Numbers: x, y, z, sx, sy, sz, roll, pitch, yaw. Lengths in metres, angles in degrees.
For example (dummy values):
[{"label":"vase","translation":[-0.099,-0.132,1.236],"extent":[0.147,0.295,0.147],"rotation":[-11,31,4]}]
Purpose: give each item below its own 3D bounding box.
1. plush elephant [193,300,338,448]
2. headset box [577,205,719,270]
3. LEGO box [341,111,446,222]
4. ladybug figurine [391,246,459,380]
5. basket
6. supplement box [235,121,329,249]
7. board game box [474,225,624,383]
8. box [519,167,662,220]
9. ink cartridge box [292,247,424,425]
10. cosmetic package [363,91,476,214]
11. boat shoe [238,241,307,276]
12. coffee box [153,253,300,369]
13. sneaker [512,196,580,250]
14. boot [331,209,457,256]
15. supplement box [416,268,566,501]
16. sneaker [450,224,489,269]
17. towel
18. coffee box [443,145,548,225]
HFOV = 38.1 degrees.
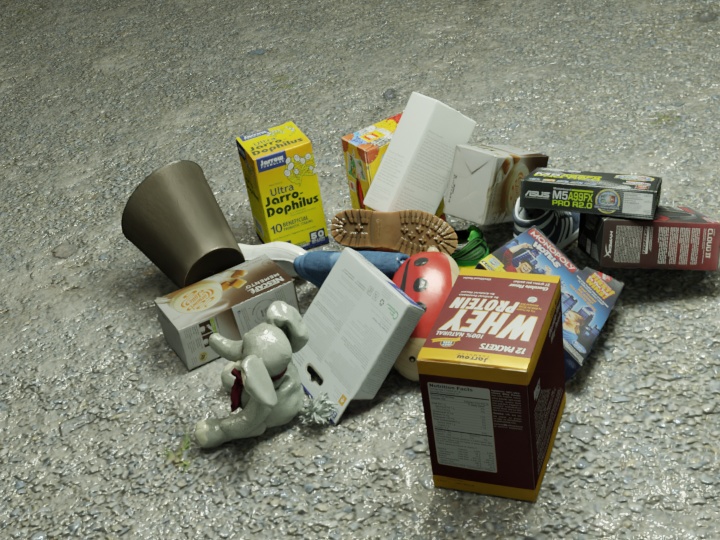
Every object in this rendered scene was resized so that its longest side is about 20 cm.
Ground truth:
[{"label":"plush elephant","translation":[-0.141,0.136,1.416],"extent":[0.198,0.156,0.165],"rotation":[-2,32,22]},{"label":"headset box","translation":[0.446,-0.052,1.586],"extent":[0.198,0.076,0.149],"rotation":[2,13,-1]},{"label":"LEGO box","translation":[0.060,-0.151,1.793],"extent":[0.148,0.201,0.077],"rotation":[-25,34,-25]},{"label":"ladybug figurine","translation":[0.082,0.056,1.494],"extent":[0.135,0.072,0.201],"rotation":[-20,53,47]},{"label":"basket","translation":[-0.284,-0.056,1.726],"extent":[0.181,0.136,0.200],"rotation":[-50,54,11]},{"label":"supplement box","translation":[-0.136,-0.140,1.828],"extent":[0.108,0.201,0.110],"rotation":[-19,32,-15]},{"label":"board game box","translation":[0.280,0.039,1.493],"extent":[0.200,0.062,0.199],"rotation":[47,45,15]},{"label":"box","translation":[0.353,-0.120,1.591],"extent":[0.198,0.045,0.160],"rotation":[7,15,18]},{"label":"ink cartridge box","translation":[-0.016,0.094,1.497],"extent":[0.043,0.201,0.196],"rotation":[23,12,-37]},{"label":"cosmetic package","translation":[0.096,-0.176,1.707],"extent":[0.101,0.201,0.071],"rotation":[20,8,-40]},{"label":"boat shoe","translation":[-0.175,-0.006,1.756],"extent":[0.198,0.072,0.069],"rotation":[7,50,21]},{"label":"coffee box","translation":[-0.207,0.062,1.638],"extent":[0.199,0.080,0.114],"rotation":[-23,34,-20]},{"label":"sneaker","translation":[0.310,-0.090,1.712],"extent":[0.070,0.109,0.200],"rotation":[15,39,33]},{"label":"boot","translation":[0.054,-0.055,1.657],"extent":[0.198,0.076,0.107],"rotation":[9,-7,1]},{"label":"supplement box","translation":[0.170,0.137,1.299],"extent":[0.132,0.201,0.198],"rotation":[5,34,21]},{"label":"sneaker","translation":[0.110,-0.040,1.710],"extent":[0.198,0.086,0.078],"rotation":[-5,31,9]},{"label":"towel","translation":[0.000,0.000,1.640],"extent":[0.199,0.112,0.049],"rotation":[2,71,31]},{"label":"coffee box","translation":[0.228,-0.146,1.733],"extent":[0.079,0.115,0.199],"rotation":[19,17,31]}]
